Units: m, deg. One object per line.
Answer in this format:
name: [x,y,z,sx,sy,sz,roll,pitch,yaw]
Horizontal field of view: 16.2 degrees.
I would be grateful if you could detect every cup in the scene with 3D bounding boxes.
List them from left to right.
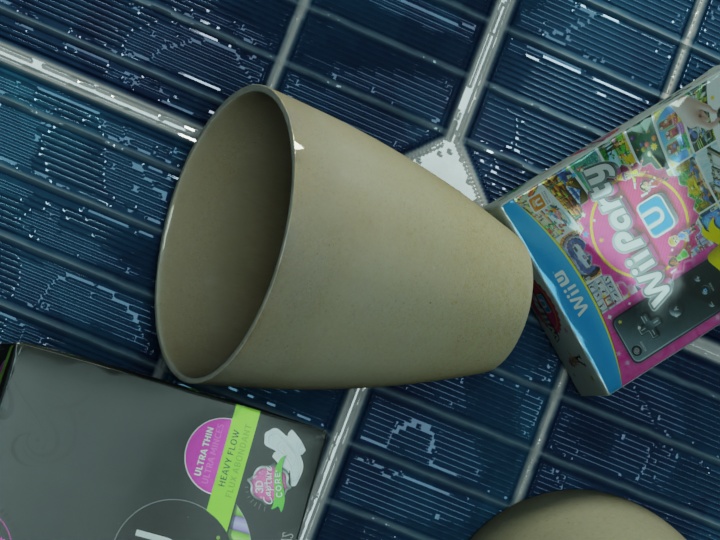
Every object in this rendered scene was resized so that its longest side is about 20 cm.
cup: [0.161,0.244,1.625,0.200,0.143,0.200,1,87,-15]

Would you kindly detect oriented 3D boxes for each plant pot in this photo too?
plant pot: [0.000,0.000,1.589,0.200,0.187,0.187,15,84,-27]

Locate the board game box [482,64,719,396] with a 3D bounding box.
board game box: [0.201,-0.028,1.686,0.200,0.064,0.148,-32,95,-12]

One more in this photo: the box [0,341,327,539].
box: [-0.144,0.139,1.560,0.200,0.124,0.149,17,84,-12]
